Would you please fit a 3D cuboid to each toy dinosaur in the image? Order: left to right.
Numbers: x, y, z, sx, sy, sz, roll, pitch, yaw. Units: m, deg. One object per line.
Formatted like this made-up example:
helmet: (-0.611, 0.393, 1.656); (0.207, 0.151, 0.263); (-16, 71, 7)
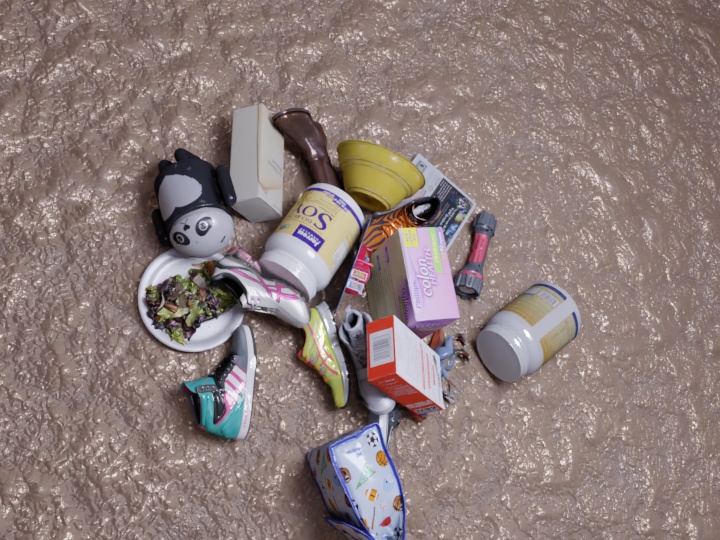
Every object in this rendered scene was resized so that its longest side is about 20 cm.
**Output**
toy dinosaur: (0.148, 0.212, 1.307); (0.180, 0.106, 0.200); (-32, 50, -17)

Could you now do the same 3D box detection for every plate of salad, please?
plate of salad: (-0.304, 0.046, 1.177); (0.196, 0.048, 0.204); (7, 70, -20)

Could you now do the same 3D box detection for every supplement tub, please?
supplement tub: (-0.095, -0.052, 1.240); (0.144, 0.145, 0.201); (37, 62, -6)
supplement tub: (0.354, 0.130, 1.358); (0.198, 0.144, 0.146); (-30, 84, -28)

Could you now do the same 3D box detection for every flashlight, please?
flashlight: (0.256, -0.038, 1.421); (0.067, 0.068, 0.203); (26, 65, -16)

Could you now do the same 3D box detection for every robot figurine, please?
robot figurine: (-0.308, -0.122, 1.181); (0.123, 0.150, 0.203); (-10, 67, -31)

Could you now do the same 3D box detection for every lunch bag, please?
lunch bag: (-0.003, 0.386, 1.108); (0.122, 0.170, 0.203); (-20, 80, -23)

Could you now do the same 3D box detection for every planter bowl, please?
planter bowl: (0.027, -0.176, 1.312); (0.197, 0.200, 0.085); (26, 78, -11)

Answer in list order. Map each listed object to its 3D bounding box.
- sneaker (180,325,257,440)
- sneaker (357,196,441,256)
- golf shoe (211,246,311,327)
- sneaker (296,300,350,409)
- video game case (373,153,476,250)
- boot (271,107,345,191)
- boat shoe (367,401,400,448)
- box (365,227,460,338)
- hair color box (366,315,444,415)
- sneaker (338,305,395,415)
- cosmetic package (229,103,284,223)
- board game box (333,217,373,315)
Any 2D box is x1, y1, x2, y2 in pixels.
sneaker: (-0.253, 0.191, 1.131); (0.119, 0.083, 0.204); (11, 69, -28)
sneaker: (0.082, -0.100, 1.325); (0.198, 0.112, 0.078); (-36, 92, -7)
golf shoe: (-0.182, 0.050, 1.171); (0.198, 0.073, 0.093); (36, 48, -4)
sneaker: (-0.073, 0.167, 1.219); (0.088, 0.078, 0.204); (-16, 77, -5)
video game case: (0.148, -0.137, 1.439); (0.181, 0.023, 0.201); (39, 61, -5)
boot: (-0.094, -0.216, 1.305); (0.185, 0.063, 0.204); (4, 66, -62)
boat shoe: (0.050, 0.273, 1.229); (0.056, 0.069, 0.204); (14, 65, -17)
box: (0.092, 0.036, 1.254); (0.095, 0.200, 0.180); (-3, 72, -22)
hair color box: (0.083, 0.177, 1.174); (0.200, 0.063, 0.113); (42, 38, -46)
sneaker: (0.008, 0.162, 1.193); (0.074, 0.115, 0.203); (-21, 52, 7)
cosmetic package: (-0.204, -0.210, 1.268); (0.072, 0.103, 0.204); (-9, 70, 18)
board game box: (0.000, 0.000, 1.251); (0.038, 0.158, 0.203); (21, 64, -2)
